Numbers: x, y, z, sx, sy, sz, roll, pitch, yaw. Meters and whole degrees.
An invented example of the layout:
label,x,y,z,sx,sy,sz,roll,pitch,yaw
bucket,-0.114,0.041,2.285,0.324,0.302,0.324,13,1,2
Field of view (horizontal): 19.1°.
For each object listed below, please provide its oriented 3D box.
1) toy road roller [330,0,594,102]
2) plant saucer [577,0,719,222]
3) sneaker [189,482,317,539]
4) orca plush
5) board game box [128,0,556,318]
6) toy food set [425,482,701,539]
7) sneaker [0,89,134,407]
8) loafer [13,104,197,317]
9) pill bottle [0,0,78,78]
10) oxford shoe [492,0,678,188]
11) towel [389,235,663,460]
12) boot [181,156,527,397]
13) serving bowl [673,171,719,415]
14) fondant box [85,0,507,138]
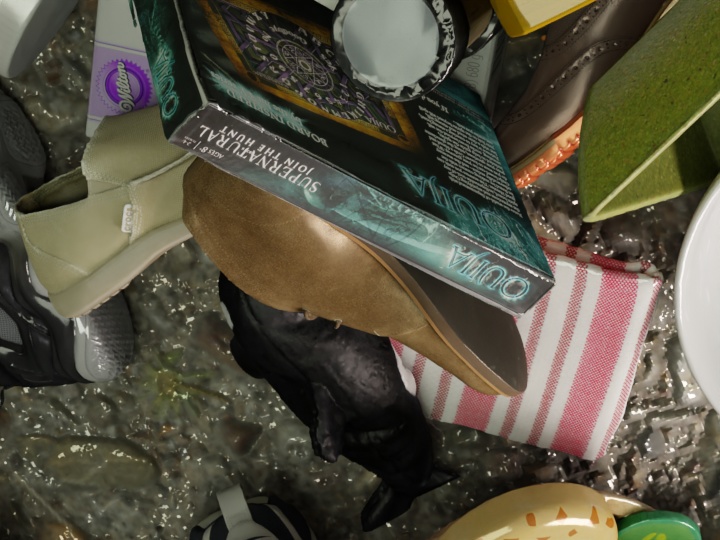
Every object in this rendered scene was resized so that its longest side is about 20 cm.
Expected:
label,x,y,z,sx,sy,sz,roll,pitch,yaw
toy road roller,0.057,-0.172,0.917,0.200,0.123,0.146,-22,100,21
plant saucer,0.186,-0.112,0.944,0.200,0.200,0.048,-45,78,25
sneaker,-0.045,0.189,1.185,0.079,0.130,0.199,-25,145,2
orca plush,-0.020,0.075,1.091,0.105,0.071,0.200,1,136,19
board game box,-0.009,-0.066,0.922,0.200,0.135,0.028,26,121,-35
toy food set,0.092,0.191,1.118,0.198,0.049,0.200,22,116,-33
sneaker,-0.212,-0.012,1.133,0.114,0.076,0.200,-23,108,18
loafer,-0.097,-0.051,1.030,0.200,0.076,0.068,-37,107,26
pill bottle,-0.231,-0.186,1.046,0.200,0.110,0.110,33,116,-1
oxford shoe,0.112,-0.116,1.015,0.073,0.071,0.200,43,98,3
towel,0.046,0.021,1.086,0.200,0.030,0.146,15,139,4
boot,0.000,0.000,0.993,0.075,0.074,0.200,-34,121,25
serving bowl,0.253,0.001,1.033,0.200,0.066,0.200,4,116,9
fondant box,-0.029,-0.119,1.057,0.200,0.058,0.145,13,115,9
